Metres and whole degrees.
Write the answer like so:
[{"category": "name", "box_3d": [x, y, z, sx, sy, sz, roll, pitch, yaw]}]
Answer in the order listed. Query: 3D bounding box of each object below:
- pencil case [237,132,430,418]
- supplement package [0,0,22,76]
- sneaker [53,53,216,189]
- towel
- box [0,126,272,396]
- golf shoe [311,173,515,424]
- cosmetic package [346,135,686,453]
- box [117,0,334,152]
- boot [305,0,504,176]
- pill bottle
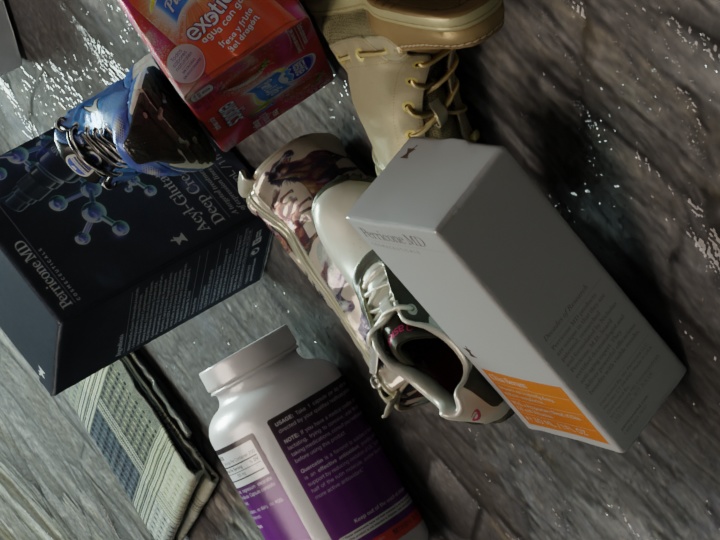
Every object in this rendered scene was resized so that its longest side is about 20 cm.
[{"category": "pencil case", "box_3d": [0.000, 0.000, 1.767, 0.200, 0.089, 0.078, 53, 140, 15]}, {"category": "supplement package", "box_3d": [-0.415, -0.247, 2.195, 0.200, 0.147, 0.192, 25, 137, 51]}, {"category": "sneaker", "box_3d": [-0.152, -0.085, 1.720, 0.079, 0.089, 0.200, 55, -179, -10]}, {"category": "towel", "box_3d": [-0.199, 0.141, 2.345, 0.193, 0.034, 0.200, 56, 156, 15]}, {"category": "box", "box_3d": [-0.187, -0.029, 1.947, 0.149, 0.200, 0.107, 49, 152, 21]}, {"category": "golf shoe", "box_3d": [0.032, 0.015, 1.663, 0.200, 0.088, 0.077, 47, 119, 18]}, {"category": "cosmetic package", "box_3d": [0.094, 0.014, 1.560, 0.200, 0.071, 0.101, 49, 161, -27]}, {"category": "box", "box_3d": [-0.088, -0.156, 1.678, 0.100, 0.095, 0.200, 56, 180, 9]}, {"category": "boot", "box_3d": [0.045, -0.110, 1.591, 0.200, 0.073, 0.156, 13, 127, 60]}, {"category": "pill bottle", "box_3d": [-0.039, 0.146, 1.961, 0.201, 0.112, 0.112, 61, 154, 0]}]
